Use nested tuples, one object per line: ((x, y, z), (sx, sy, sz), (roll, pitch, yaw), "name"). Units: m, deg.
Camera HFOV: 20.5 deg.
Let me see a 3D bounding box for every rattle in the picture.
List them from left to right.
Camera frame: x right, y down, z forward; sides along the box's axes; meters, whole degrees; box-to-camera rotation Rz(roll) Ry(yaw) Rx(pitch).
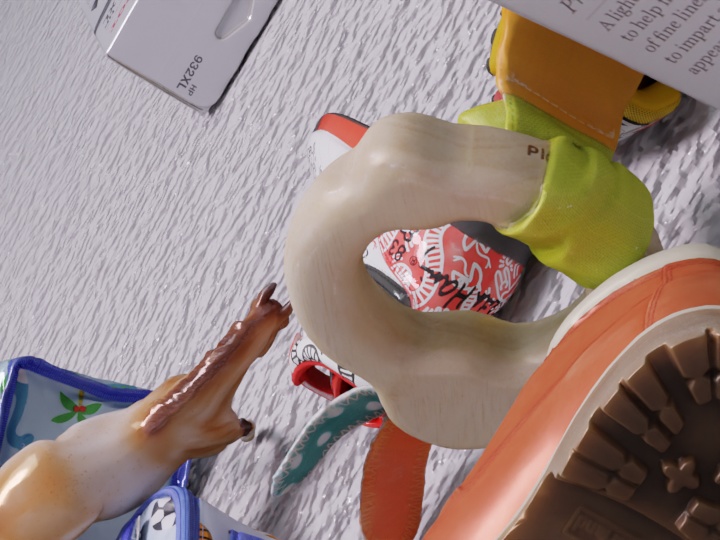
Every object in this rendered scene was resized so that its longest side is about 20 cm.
((0.031, -0.009, 0.702), (0.200, 0.130, 0.143), (102, 162, -54), "rattle")

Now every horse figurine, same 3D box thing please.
((-0.113, 0.086, 0.874), (0.200, 0.050, 0.133), (-28, -10, -13), "horse figurine")

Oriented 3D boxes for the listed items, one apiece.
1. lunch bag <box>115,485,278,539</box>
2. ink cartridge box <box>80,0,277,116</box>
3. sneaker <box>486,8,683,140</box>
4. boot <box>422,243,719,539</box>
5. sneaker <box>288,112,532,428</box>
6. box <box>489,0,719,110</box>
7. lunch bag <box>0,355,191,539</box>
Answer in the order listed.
((-0.090, 0.184, 0.800), (0.160, 0.076, 0.200), (-50, 23, 23), "lunch bag")
((-0.118, -0.208, 1.384), (0.145, 0.084, 0.200), (-58, 20, 8), "ink cartridge box")
((0.117, -0.137, 0.734), (0.082, 0.078, 0.200), (4, 76, 64), "sneaker")
((0.058, 0.079, 0.595), (0.200, 0.075, 0.107), (-51, 12, 19), "boot")
((-0.001, 0.000, 0.835), (0.108, 0.067, 0.201), (-59, 22, -1), "sneaker")
((0.143, -0.180, 0.590), (0.199, 0.131, 0.200), (-48, 23, 54), "box")
((-0.181, 0.150, 1.015), (0.170, 0.127, 0.200), (-9, 69, 63), "lunch bag")
